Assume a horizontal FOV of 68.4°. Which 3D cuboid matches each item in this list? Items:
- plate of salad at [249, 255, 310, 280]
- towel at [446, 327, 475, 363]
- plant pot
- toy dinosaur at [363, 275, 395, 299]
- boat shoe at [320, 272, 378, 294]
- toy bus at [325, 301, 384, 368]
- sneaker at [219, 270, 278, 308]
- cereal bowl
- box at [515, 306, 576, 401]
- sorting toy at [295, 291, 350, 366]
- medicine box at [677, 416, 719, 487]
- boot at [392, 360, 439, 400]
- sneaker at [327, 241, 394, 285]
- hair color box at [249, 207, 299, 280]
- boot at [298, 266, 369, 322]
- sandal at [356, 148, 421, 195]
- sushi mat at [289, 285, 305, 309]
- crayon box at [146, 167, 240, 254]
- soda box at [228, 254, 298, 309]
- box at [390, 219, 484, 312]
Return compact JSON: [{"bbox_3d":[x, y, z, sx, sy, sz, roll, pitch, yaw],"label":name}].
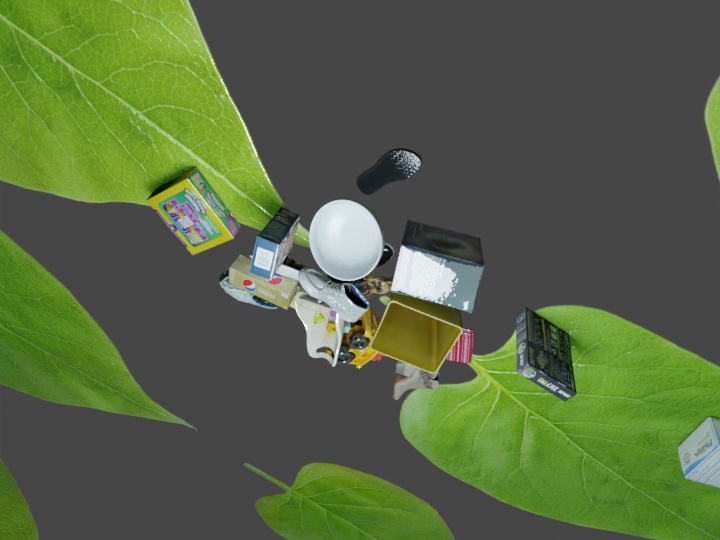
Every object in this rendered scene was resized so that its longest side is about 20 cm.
[{"bbox_3d":[-0.209,-0.015,1.457,0.194,0.050,0.200,20,174,2],"label":"plate of salad"},{"bbox_3d":[0.238,0.218,1.584,0.193,0.023,0.148,6,132,12],"label":"towel"},{"bbox_3d":[0.156,0.116,1.414,0.194,0.179,0.203,21,134,-1],"label":"plant pot"},{"bbox_3d":[0.065,0.035,1.345,0.102,0.200,0.063,-7,101,13],"label":"toy dinosaur"},{"bbox_3d":[-0.047,0.050,1.496,0.193,0.066,0.075,0,129,16],"label":"boat shoe"},{"bbox_3d":[0.015,0.202,1.575,0.188,0.139,0.200,23,134,-29],"label":"toy bus"},{"bbox_3d":[-0.331,0.068,1.608,0.195,0.076,0.087,23,151,3],"label":"sneaker"},{"bbox_3d":[-0.027,-0.082,1.339,0.193,0.083,0.208,5,103,20],"label":"cereal bowl"},{"bbox_3d":[0.480,0.214,1.380,0.158,0.203,0.049,31,131,-13],"label":"box"},{"bbox_3d":[-0.098,0.169,1.510,0.197,0.105,0.187,12,96,46],"label":"sorting toy"},{"bbox_3d":[1.076,0.542,1.546,0.193,0.104,0.186,14,133,5],"label":"medicine box"},{"bbox_3d":[0.180,0.354,1.690,0.141,0.071,0.204,8,133,7],"label":"boot"},{"bbox_3d":[0.000,0.000,1.406,0.195,0.114,0.074,-19,125,30],"label":"sneaker"},{"bbox_3d":[-0.213,-0.071,1.337,0.059,0.201,0.102,18,118,0],"label":"hair color box"},{"bbox_3d":[-0.063,0.046,1.356,0.198,0.075,0.095,37,143,-10],"label":"boot"},{"bbox_3d":[0.064,-0.237,1.233,0.197,0.045,0.076,-19,118,48],"label":"sandal"},{"bbox_3d":[-0.164,0.096,1.609,0.195,0.012,0.097,26,134,-5],"label":"sushi mat"},{"bbox_3d":[-0.454,-0.156,1.450,0.168,0.059,0.202,-17,124,28],"label":"crayon box"},{"bbox_3d":[-0.283,0.032,1.542,0.195,0.068,0.065,24,134,4],"label":"soda box"},{"bbox_3d":[0.184,-0.018,1.258,0.192,0.201,0.127,15,113,4],"label":"box"}]
